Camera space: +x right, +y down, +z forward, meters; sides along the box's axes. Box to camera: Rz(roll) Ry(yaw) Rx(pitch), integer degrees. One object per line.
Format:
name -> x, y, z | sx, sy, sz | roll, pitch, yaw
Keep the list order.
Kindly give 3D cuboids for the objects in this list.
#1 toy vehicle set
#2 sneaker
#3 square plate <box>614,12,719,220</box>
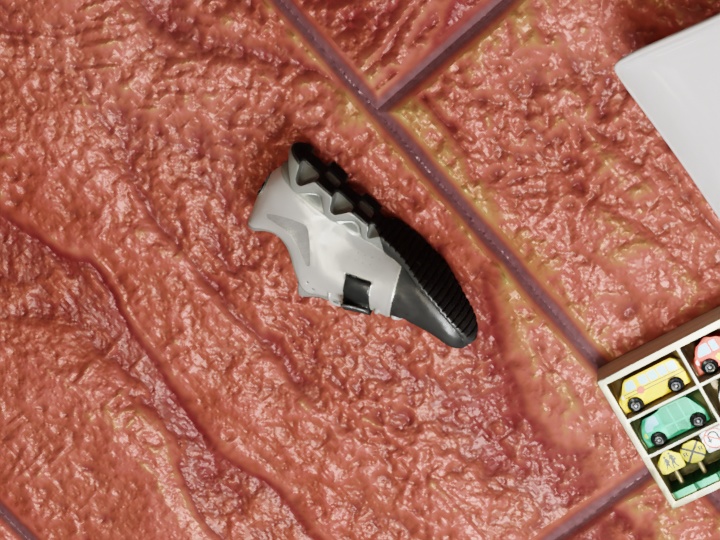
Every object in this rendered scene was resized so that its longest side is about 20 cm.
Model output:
toy vehicle set -> 0.296, 0.086, 1.165 | 0.199, 0.027, 0.125 | -30, 103, 18
sneaker -> 0.000, 0.000, 1.163 | 0.200, 0.074, 0.089 | 42, 111, 3
square plate -> 0.307, -0.119, 1.049 | 0.199, 0.029, 0.198 | -24, 124, 29
